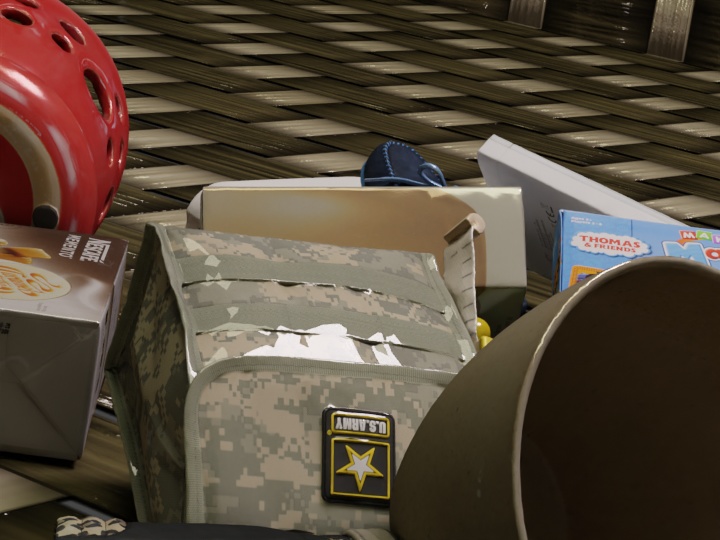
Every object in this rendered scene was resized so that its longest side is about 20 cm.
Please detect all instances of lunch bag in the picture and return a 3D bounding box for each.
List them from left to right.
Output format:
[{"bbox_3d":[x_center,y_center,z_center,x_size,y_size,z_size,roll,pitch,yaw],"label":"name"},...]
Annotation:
[{"bbox_3d":[-0.025,0.078,1.154,0.163,0.118,0.200,6,36,-21],"label":"lunch bag"}]

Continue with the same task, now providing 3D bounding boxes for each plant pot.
[{"bbox_3d":[-0.252,-0.070,1.502,0.199,0.202,0.183,9,19,-2],"label":"plant pot"}]

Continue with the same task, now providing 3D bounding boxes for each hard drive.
[{"bbox_3d":[0.177,-0.012,1.676,0.200,0.132,0.027,29,67,36],"label":"hard drive"}]

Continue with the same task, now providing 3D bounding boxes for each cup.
[{"bbox_3d":[0.095,0.105,1.040,0.199,0.202,0.143,-1,-9,-38],"label":"cup"}]

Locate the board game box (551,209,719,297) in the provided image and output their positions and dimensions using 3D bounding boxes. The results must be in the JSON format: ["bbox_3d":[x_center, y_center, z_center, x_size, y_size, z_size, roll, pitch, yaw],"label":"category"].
[{"bbox_3d":[0.185,0.041,1.378,0.150,0.037,0.200,8,36,1],"label":"board game box"}]

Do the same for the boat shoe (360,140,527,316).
[{"bbox_3d":[0.067,-0.022,1.616,0.084,0.069,0.200,3,43,-40],"label":"boat shoe"}]

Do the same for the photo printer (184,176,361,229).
[{"bbox_3d":[-0.016,-0.020,1.720,0.166,0.070,0.199,21,17,41],"label":"photo printer"}]

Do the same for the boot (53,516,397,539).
[{"bbox_3d":[-0.048,0.146,0.960,0.153,0.074,0.204,5,7,-10],"label":"boot"}]

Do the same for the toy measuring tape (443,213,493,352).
[{"bbox_3d":[0.080,0.062,1.287,0.073,0.074,0.201,7,51,-11],"label":"toy measuring tape"}]

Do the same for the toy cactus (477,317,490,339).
[{"bbox_3d":[0.037,0.067,1.360,0.164,0.103,0.200,25,9,22],"label":"toy cactus"}]

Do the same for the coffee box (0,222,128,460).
[{"bbox_3d":[-0.195,0.034,1.331,0.114,0.080,0.200,9,13,-2],"label":"coffee box"}]

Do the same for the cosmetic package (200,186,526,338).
[{"bbox_3d":[0.000,0.000,1.486,0.199,0.071,0.105,-1,-24,-1],"label":"cosmetic package"}]
